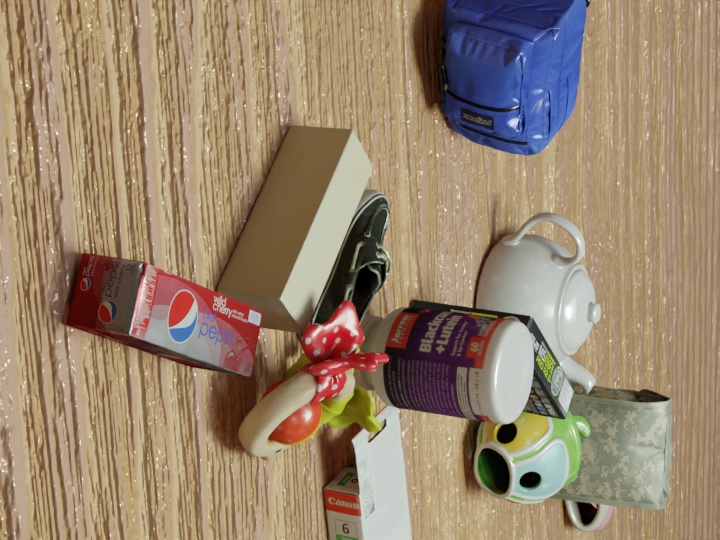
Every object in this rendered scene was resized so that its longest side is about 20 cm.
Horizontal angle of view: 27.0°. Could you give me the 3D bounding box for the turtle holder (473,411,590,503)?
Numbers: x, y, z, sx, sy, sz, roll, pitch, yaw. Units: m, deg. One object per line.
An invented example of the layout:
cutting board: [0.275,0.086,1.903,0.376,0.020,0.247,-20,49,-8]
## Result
turtle holder: [0.222,0.227,1.984,0.131,0.141,0.186,-25,153,-40]

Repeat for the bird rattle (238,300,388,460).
bird rattle: [-0.045,0.128,1.461,0.162,0.113,0.200,-37,171,-8]

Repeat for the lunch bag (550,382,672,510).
lunch bag: [0.367,0.257,2.211,0.117,0.198,0.166,-9,103,-60]

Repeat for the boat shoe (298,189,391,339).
boat shoe: [0.000,0.000,1.609,0.202,0.063,0.071,-67,148,-29]

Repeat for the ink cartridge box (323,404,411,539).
ink cartridge box: [0.007,0.253,1.691,0.109,0.050,0.202,-37,127,-53]

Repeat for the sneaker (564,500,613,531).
sneaker: [0.373,0.318,2.363,0.104,0.075,0.203,0,100,-67]

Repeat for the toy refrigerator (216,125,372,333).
toy refrigerator: [-0.061,-0.041,1.475,0.070,0.075,0.202,57,46,-50]

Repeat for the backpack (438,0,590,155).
backpack: [0.168,-0.235,1.786,0.168,0.161,0.201,-49,150,-34]

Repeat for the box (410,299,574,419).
box: [0.159,0.110,1.831,0.200,0.159,0.045,53,52,-51]

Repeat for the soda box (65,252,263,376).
soda box: [-0.165,0.041,1.300,0.200,0.069,0.064,29,71,-61]

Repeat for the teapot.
teapot: [0.250,0.044,2.002,0.200,0.145,0.200,31,68,-59]

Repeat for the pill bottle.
pill bottle: [0.079,0.099,1.635,0.111,0.198,0.113,-19,111,-60]
